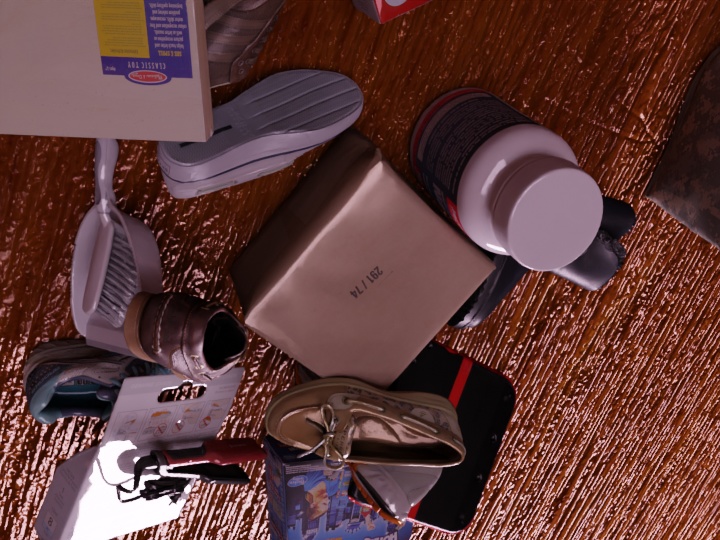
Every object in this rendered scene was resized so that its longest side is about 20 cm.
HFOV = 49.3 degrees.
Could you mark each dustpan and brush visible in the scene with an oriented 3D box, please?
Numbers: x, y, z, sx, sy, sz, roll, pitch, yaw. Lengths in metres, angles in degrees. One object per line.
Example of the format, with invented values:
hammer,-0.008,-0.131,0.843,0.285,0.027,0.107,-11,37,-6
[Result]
dustpan and brush,-0.221,-0.031,0.694,0.057,0.138,0.205,13,84,-45

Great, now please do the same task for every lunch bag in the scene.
lunch bag,0.412,-0.131,0.818,0.115,0.165,0.204,9,114,-16

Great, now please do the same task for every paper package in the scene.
paper package,0.000,0.000,0.778,0.190,0.104,0.200,38,99,-30

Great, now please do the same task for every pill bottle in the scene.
pill bottle,0.130,-0.085,0.722,0.117,0.201,0.122,-8,118,-14

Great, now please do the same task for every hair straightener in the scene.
hair straightener,-0.173,0.213,0.791,0.078,0.041,0.199,-58,156,10

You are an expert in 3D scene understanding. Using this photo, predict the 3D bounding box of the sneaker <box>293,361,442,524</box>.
sneaker,0.007,0.165,0.841,0.091,0.201,0.076,-34,165,-20

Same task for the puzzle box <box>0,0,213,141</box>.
puzzle box,-0.216,-0.172,0.615,0.195,0.026,0.136,4,116,6

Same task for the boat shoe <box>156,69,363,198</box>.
boat shoe,-0.091,-0.123,0.710,0.197,0.075,0.067,-20,160,-22

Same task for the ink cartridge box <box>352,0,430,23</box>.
ink cartridge box,0.064,-0.332,0.641,0.197,0.084,0.178,-26,121,-4

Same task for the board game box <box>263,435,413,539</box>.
board game box,-0.031,0.292,0.925,0.196,0.062,0.204,3,108,-31

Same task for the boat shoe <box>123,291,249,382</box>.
boat shoe,-0.131,0.062,0.676,0.069,0.200,0.072,5,83,9

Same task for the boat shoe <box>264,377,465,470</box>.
boat shoe,0.006,0.152,0.757,0.195,0.063,0.075,3,118,-11

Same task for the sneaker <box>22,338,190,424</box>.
sneaker,-0.224,0.109,0.763,0.196,0.087,0.079,-11,119,-14

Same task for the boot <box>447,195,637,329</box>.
boot,0.199,-0.005,0.858,0.166,0.076,0.203,21,102,-23

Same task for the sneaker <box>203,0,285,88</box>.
sneaker,-0.110,-0.206,0.664,0.198,0.071,0.076,-36,135,9

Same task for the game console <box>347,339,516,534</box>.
game console,0.088,0.193,0.913,0.175,0.031,0.204,25,82,-24

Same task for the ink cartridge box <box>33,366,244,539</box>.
ink cartridge box,-0.217,0.175,0.783,0.159,0.047,0.203,3,117,-55
